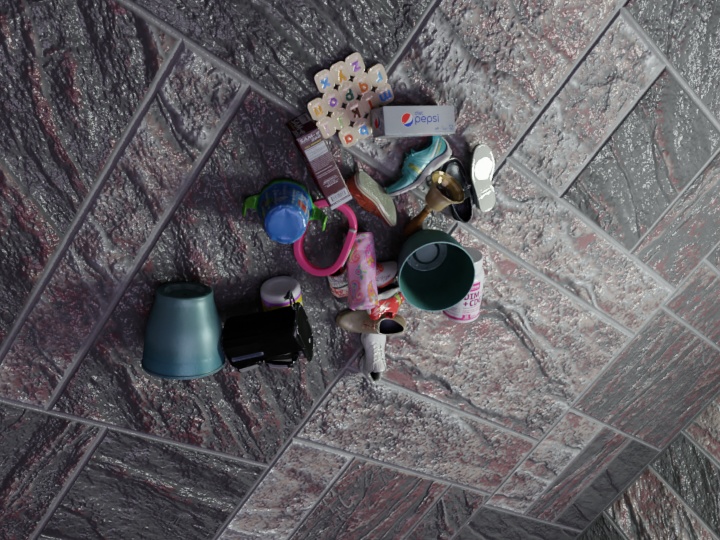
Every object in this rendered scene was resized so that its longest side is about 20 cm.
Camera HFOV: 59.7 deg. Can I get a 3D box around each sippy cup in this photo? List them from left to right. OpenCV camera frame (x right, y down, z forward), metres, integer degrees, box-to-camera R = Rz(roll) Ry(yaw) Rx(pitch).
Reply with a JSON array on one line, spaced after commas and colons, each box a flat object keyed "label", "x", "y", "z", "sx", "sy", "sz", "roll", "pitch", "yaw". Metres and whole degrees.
[{"label": "sippy cup", "x": -0.176, "y": -0.129, "z": 1.462, "sx": 0.177, "sy": 0.131, "sz": 0.140, "roll": -23, "pitch": 116, "yaw": 4}]

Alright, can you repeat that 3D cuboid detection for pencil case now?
[{"label": "pencil case", "x": 0.000, "y": 0.000, "z": 1.606, "sx": 0.087, "sy": 0.087, "sz": 0.202, "roll": -2, "pitch": 82, "yaw": -22}]

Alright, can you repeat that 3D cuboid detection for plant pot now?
[{"label": "plant pot", "x": -0.426, "y": 0.134, "z": 1.511, "sx": 0.199, "sy": 0.200, "sz": 0.189, "roll": -2, "pitch": 107, "yaw": -22}, {"label": "plant pot", "x": 0.187, "y": -0.018, "z": 1.665, "sx": 0.199, "sy": 0.161, "sz": 0.202, "roll": -3, "pitch": 117, "yaw": -5}]

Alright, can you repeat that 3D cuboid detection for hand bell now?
[{"label": "hand bell", "x": 0.170, "y": -0.156, "z": 1.639, "sx": 0.104, "sy": 0.105, "sz": 0.200, "roll": 14, "pitch": 138, "yaw": -30}]

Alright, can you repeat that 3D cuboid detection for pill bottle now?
[{"label": "pill bottle", "x": -0.200, "y": 0.122, "z": 1.645, "sx": 0.104, "sy": 0.104, "sz": 0.201, "roll": -14, "pitch": 125, "yaw": -15}, {"label": "pill bottle", "x": 0.296, "y": 0.040, "z": 1.804, "sx": 0.113, "sy": 0.114, "sz": 0.201, "roll": -12, "pitch": 124, "yaw": -16}]

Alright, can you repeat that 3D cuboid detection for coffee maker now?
[{"label": "coffee maker", "x": -0.233, "y": 0.148, "z": 1.539, "sx": 0.198, "sy": 0.135, "sz": 0.193, "roll": -11, "pitch": 105, "yaw": 9}]

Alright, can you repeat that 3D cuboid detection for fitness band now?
[{"label": "fitness band", "x": -0.089, "y": -0.082, "z": 1.561, "sx": 0.143, "sy": 0.037, "sz": 0.201, "roll": 24, "pitch": 111, "yaw": 5}]

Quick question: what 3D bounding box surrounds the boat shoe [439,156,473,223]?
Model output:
[{"label": "boat shoe", "x": 0.259, "y": -0.211, "z": 1.662, "sx": 0.074, "sy": 0.062, "sz": 0.201, "roll": -23, "pitch": 125, "yaw": -6}]

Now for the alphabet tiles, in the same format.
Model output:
[{"label": "alphabet tiles", "x": -0.022, "y": -0.393, "z": 1.452, "sx": 0.199, "sy": 0.015, "sz": 0.196, "roll": -30, "pitch": 127, "yaw": -4}]

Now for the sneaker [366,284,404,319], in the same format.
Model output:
[{"label": "sneaker", "x": 0.084, "y": 0.089, "z": 1.729, "sx": 0.199, "sy": 0.077, "sz": 0.086, "roll": -16, "pitch": 97, "yaw": -44}]

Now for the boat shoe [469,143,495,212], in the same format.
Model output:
[{"label": "boat shoe", "x": 0.312, "y": -0.249, "z": 1.659, "sx": 0.072, "sy": 0.062, "sz": 0.201, "roll": -26, "pitch": 129, "yaw": -13}]

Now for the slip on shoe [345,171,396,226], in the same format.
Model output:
[{"label": "slip on shoe", "x": 0.030, "y": -0.177, "z": 1.589, "sx": 0.061, "sy": 0.075, "sz": 0.200, "roll": -17, "pitch": 142, "yaw": 31}]

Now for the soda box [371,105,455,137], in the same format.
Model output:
[{"label": "soda box", "x": 0.126, "y": -0.354, "z": 1.487, "sx": 0.199, "sy": 0.063, "sz": 0.069, "roll": -9, "pitch": 99, "yaw": -26}]

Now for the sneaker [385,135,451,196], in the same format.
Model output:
[{"label": "sneaker", "x": 0.136, "y": -0.264, "z": 1.582, "sx": 0.200, "sy": 0.078, "sz": 0.080, "roll": -43, "pitch": 108, "yaw": 1}]

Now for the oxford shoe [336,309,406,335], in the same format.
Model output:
[{"label": "oxford shoe", "x": 0.031, "y": 0.144, "z": 1.750, "sx": 0.198, "sy": 0.074, "sz": 0.071, "roll": 1, "pitch": 95, "yaw": 1}]

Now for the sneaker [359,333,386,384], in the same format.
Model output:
[{"label": "sneaker", "x": 0.049, "y": 0.248, "z": 1.837, "sx": 0.077, "sy": 0.099, "sz": 0.201, "roll": -10, "pitch": 124, "yaw": -18}]

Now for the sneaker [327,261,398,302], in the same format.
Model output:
[{"label": "sneaker", "x": 0.008, "y": 0.002, "z": 1.684, "sx": 0.200, "sy": 0.067, "sz": 0.108, "roll": -25, "pitch": 130, "yaw": -4}]

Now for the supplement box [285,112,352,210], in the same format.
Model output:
[{"label": "supplement box", "x": -0.096, "y": -0.252, "z": 1.451, "sx": 0.061, "sy": 0.109, "sz": 0.201, "roll": -29, "pitch": 127, "yaw": -3}]
